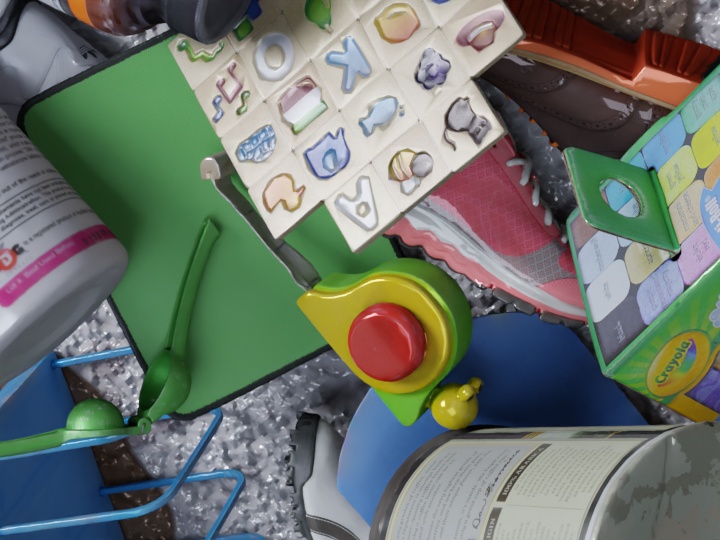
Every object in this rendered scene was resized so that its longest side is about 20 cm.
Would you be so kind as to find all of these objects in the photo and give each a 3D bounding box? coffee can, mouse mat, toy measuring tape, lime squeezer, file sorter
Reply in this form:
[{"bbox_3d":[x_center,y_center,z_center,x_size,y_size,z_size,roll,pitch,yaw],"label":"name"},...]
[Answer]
[{"bbox_3d":[0.113,0.148,0.848,0.146,0.146,0.200,57,154,-12],"label":"coffee can"},{"bbox_3d":[-0.077,-0.035,0.951,0.161,0.008,0.200,-27,102,-4],"label":"mouse mat"},{"bbox_3d":[0.000,0.000,0.918,0.074,0.074,0.200,-41,87,29],"label":"toy measuring tape"},{"bbox_3d":[-0.134,0.061,0.916,0.038,0.200,0.071,24,148,53],"label":"lime squeezer"},{"bbox_3d":[-0.137,0.158,1.036,0.123,0.139,0.200,-10,110,19],"label":"file sorter"}]

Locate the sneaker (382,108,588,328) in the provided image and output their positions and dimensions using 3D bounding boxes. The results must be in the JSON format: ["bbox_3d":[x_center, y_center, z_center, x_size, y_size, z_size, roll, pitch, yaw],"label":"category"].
[{"bbox_3d":[0.070,-0.038,0.917,0.200,0.074,0.087,28,98,-4],"label":"sneaker"}]

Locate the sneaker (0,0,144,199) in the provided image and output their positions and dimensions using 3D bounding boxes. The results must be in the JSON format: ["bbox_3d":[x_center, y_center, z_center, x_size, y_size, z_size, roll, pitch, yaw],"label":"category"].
[{"bbox_3d":[-0.201,-0.059,0.991,0.115,0.075,0.200,32,116,5],"label":"sneaker"}]

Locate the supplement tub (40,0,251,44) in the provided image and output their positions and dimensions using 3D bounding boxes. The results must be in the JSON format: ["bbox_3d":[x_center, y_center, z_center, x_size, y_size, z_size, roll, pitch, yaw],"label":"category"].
[{"bbox_3d":[-0.148,-0.189,0.888,0.200,0.107,0.107,26,119,12],"label":"supplement tub"}]

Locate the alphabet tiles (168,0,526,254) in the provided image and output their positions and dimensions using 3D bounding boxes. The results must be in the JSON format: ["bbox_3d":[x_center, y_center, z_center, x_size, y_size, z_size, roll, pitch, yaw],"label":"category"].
[{"bbox_3d":[-0.012,-0.116,0.876,0.166,0.006,0.200,-39,65,20],"label":"alphabet tiles"}]

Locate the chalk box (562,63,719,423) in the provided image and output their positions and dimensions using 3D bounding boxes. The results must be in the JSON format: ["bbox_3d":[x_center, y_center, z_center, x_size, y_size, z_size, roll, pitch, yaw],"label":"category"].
[{"bbox_3d":[0.185,-0.006,0.826,0.200,0.125,0.124,28,122,-25],"label":"chalk box"}]

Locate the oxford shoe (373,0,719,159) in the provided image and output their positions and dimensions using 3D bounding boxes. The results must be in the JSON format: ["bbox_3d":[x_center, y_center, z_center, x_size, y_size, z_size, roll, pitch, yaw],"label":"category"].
[{"bbox_3d":[0.097,-0.094,0.883,0.200,0.071,0.073,19,122,8],"label":"oxford shoe"}]

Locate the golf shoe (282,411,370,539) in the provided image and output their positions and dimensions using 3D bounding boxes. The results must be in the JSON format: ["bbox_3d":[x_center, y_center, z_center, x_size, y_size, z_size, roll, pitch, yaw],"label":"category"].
[{"bbox_3d":[0.021,0.161,1.027,0.094,0.078,0.200,-16,117,17],"label":"golf shoe"}]

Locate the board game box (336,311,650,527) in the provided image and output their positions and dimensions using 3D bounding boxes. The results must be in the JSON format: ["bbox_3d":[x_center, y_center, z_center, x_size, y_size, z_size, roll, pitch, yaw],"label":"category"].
[{"bbox_3d":[0.087,0.118,0.986,0.158,0.039,0.200,-40,99,2],"label":"board game box"}]

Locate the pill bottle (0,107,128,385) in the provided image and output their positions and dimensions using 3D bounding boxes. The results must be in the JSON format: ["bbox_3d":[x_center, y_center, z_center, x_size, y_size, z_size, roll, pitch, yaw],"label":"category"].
[{"bbox_3d":[-0.225,-0.043,0.899,0.200,0.113,0.113,48,119,5],"label":"pill bottle"}]
